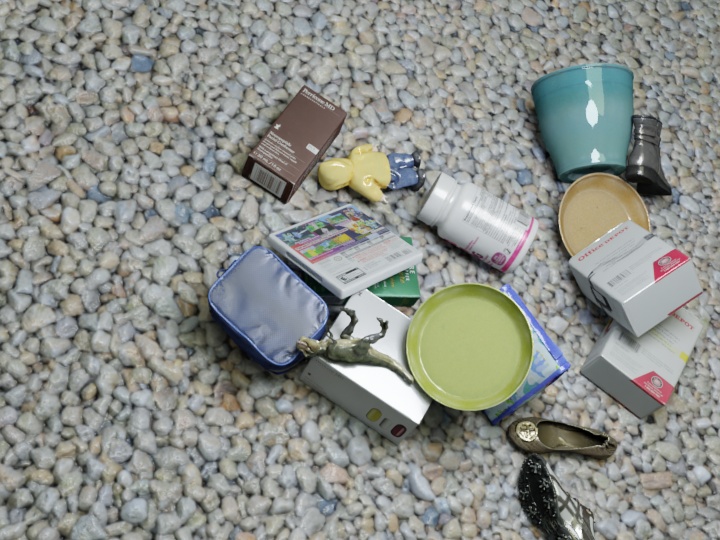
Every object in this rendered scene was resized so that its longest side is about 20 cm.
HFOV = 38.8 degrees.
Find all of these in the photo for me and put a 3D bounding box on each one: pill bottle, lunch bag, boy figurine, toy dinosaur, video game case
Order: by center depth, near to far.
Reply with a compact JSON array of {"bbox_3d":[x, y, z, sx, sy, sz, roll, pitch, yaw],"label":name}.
[{"bbox_3d":[-0.002,0.109,1.576,0.199,0.047,0.089,15,91,-14],"label":"toy dinosaur"},{"bbox_3d":[-0.155,0.064,1.636,0.200,0.132,0.136,44,75,6],"label":"lunch bag"},{"bbox_3d":[0.249,0.132,1.694,0.127,0.200,0.170,-29,75,-28],"label":"lunch bag"},{"bbox_3d":[-0.025,-0.036,1.715,0.182,0.023,0.199,36,41,30],"label":"video game case"},{"bbox_3d":[0.210,-0.088,1.847,0.199,0.113,0.114,29,58,-2],"label":"pill bottle"},{"bbox_3d":[0.018,-0.173,1.857,0.199,0.064,0.125,-6,66,-21],"label":"boy figurine"}]

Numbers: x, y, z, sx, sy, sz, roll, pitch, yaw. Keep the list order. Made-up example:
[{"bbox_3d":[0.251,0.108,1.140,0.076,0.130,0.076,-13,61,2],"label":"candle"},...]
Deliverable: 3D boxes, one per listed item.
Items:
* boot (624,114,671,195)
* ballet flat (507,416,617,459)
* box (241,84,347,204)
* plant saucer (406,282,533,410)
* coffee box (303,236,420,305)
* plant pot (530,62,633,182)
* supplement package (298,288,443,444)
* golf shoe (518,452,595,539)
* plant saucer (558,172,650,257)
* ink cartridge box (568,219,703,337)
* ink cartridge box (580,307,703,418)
[{"bbox_3d":[0.570,-0.224,1.991,0.069,0.200,0.133,5,82,26],"label":"boot"},{"bbox_3d":[0.347,0.284,1.738,0.199,0.046,0.068,12,59,-12],"label":"ballet flat"},{"bbox_3d":[-0.116,-0.227,1.835,0.100,0.075,0.201,32,56,0],"label":"box"},{"bbox_3d":[0.171,0.120,1.607,0.198,0.031,0.202,-1,78,5],"label":"plant saucer"},{"bbox_3d":[0.000,0.000,1.770,0.198,0.044,0.124,0,62,-18],"label":"coffee box"},{"bbox_3d":[0.439,-0.276,1.986,0.199,0.200,0.190,0,78,-18],"label":"plant pot"},{"bbox_3d":[0.029,0.154,1.661,0.199,0.111,0.156,33,58,1],"label":"supplement package"},{"bbox_3d":[0.327,0.393,1.669,0.094,0.078,0.201,-3,65,-39],"label":"golf shoe"},{"bbox_3d":[0.460,-0.085,1.954,0.199,0.035,0.202,3,79,-18],"label":"plant saucer"},{"bbox_3d":[0.485,0.010,1.818,0.145,0.200,0.084,-34,118,-2],"label":"ink cartridge box"},{"bbox_3d":[0.510,0.141,1.846,0.145,0.083,0.200,37,58,2],"label":"ink cartridge box"}]
